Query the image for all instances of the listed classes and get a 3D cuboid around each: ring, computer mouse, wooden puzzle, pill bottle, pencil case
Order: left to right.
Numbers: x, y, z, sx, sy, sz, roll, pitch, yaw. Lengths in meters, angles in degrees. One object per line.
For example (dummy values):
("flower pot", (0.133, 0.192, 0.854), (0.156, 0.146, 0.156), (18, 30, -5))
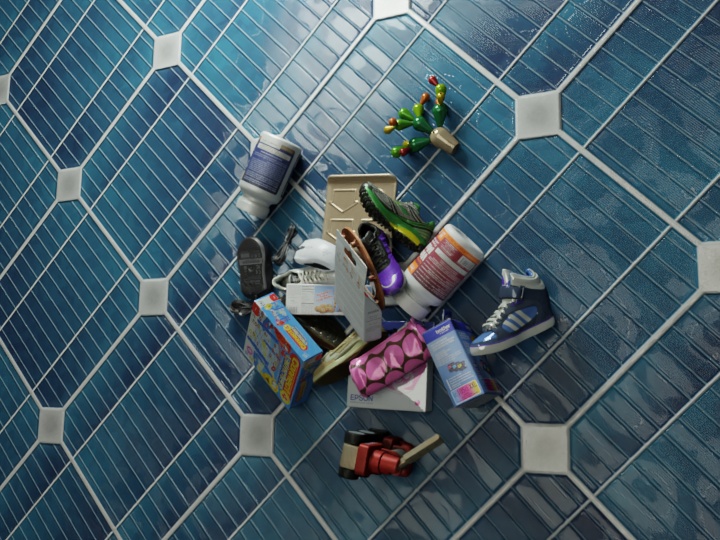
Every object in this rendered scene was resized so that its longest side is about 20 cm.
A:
("computer mouse", (-0.263, 0.014, 1.937), (0.138, 0.053, 0.200), (1, 93, 29))
("pill bottle", (-0.233, -0.233, 1.923), (0.111, 0.111, 0.200), (26, 94, 28))
("computer mouse", (-0.121, -0.049, 1.820), (0.200, 0.044, 0.110), (12, 62, 39))
("ring", (0.000, 0.000, 1.690), (0.019, 0.200, 0.201), (-25, 68, -12))
("wooden puzzle", (0.001, -0.124, 1.826), (0.185, 0.046, 0.200), (2, 87, 28))
("pencil case", (0.064, 0.189, 1.672), (0.200, 0.091, 0.094), (-36, 101, 15))
("pill bottle", (0.165, 0.006, 1.681), (0.200, 0.110, 0.110), (-48, 64, 12))

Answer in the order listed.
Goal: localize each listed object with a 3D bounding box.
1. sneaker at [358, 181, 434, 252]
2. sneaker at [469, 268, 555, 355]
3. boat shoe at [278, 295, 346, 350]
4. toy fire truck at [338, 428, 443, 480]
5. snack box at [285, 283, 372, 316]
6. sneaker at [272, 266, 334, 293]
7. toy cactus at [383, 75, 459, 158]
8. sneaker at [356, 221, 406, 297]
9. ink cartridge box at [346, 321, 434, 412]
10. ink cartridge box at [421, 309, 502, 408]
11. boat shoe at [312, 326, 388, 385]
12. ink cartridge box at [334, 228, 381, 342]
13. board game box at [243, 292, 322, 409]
("sneaker", (0.079, -0.131, 1.738), (0.200, 0.078, 0.085), (40, 76, -11))
("sneaker", (0.290, 0.075, 1.573), (0.200, 0.081, 0.147), (-21, 91, -14))
("boat shoe", (-0.122, 0.137, 1.836), (0.200, 0.076, 0.074), (33, 125, 19))
("toy fire truck", (0.078, 0.385, 1.626), (0.200, 0.176, 0.129), (9, 85, 28))
("snack box", (-0.072, 0.069, 1.793), (0.200, 0.024, 0.072), (1, 81, 1))
("sneaker", (-0.111, 0.020, 1.838), (0.200, 0.080, 0.077), (-15, 74, 23))
("toy cactus", (0.153, -0.328, 1.760), (0.165, 0.102, 0.200), (39, 91, 17))
("sneaker", (0.032, -0.030, 1.677), (0.070, 0.100, 0.200), (-33, 43, 14))
("ink cartridge box", (0.066, 0.212, 1.737), (0.196, 0.043, 0.200), (-2, 82, 27))
("ink cartridge box", (0.206, 0.181, 1.615), (0.076, 0.136, 0.200), (-32, 69, 18))
("boat shoe", (-0.030, 0.181, 1.734), (0.201, 0.073, 0.063), (-41, 55, 11))
("ink cartridge box", (-0.005, 0.029, 1.660), (0.160, 0.047, 0.200), (-127, 31, -47))
("board game box", (-0.185, 0.189, 1.800), (0.196, 0.056, 0.200), (47, 141, 26))
